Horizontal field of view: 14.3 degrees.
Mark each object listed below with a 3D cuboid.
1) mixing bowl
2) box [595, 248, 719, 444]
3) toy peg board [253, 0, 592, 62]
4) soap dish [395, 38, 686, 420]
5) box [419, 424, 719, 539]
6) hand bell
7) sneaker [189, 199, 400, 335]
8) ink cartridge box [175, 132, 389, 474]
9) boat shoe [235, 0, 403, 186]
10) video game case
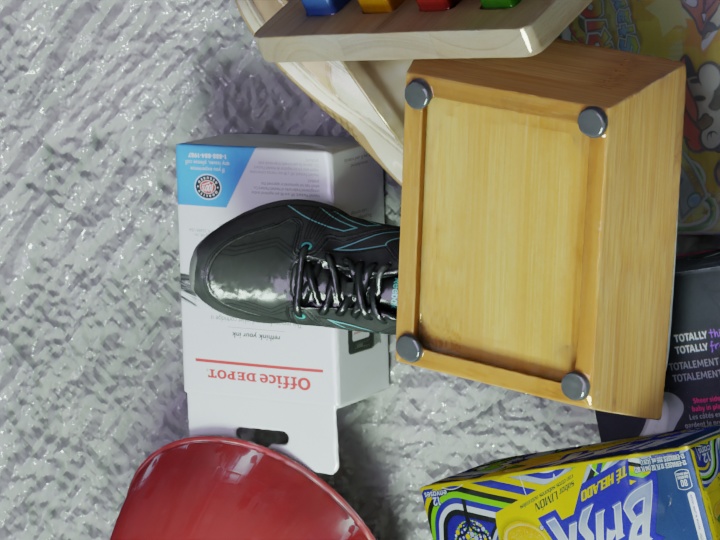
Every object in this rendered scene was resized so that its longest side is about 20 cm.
[{"bbox_3d":[-0.089,0.214,1.784,0.200,0.108,0.200,17,128,23],"label":"mixing bowl"},{"bbox_3d":[0.212,0.090,1.611,0.122,0.106,0.200,-8,95,42],"label":"box"},{"bbox_3d":[0.056,-0.209,1.572,0.199,0.200,0.098,3,127,42],"label":"toy peg board"},{"bbox_3d":[0.093,-0.025,1.551,0.157,0.081,0.200,13,110,33],"label":"soap dish"},{"bbox_3d":[0.131,0.130,1.573,0.200,0.070,0.064,-14,92,45],"label":"box"},{"bbox_3d":[0.085,-0.157,1.630,0.200,0.104,0.104,-36,79,4],"label":"hand bell"},{"bbox_3d":[0.000,0.000,1.688,0.200,0.079,0.076,0,100,-10],"label":"sneaker"},{"bbox_3d":[-0.048,0.018,1.784,0.116,0.068,0.200,4,101,31],"label":"ink cartridge box"},{"bbox_3d":[0.010,-0.118,1.730,0.200,0.074,0.069,44,101,16],"label":"boat shoe"},{"bbox_3d":[0.200,-0.120,1.637,0.182,0.023,0.200,0,99,31],"label":"video game case"}]
